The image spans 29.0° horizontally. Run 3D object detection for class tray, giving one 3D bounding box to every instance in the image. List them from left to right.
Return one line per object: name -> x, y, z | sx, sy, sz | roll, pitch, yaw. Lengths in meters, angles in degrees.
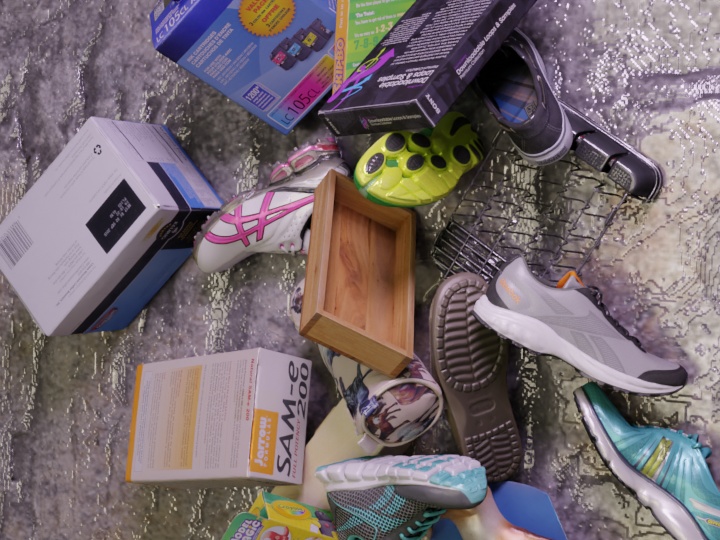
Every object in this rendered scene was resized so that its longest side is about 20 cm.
tray -> 0.000, 0.000, 1.277 | 0.098, 0.200, 0.037 | 26, 127, -19

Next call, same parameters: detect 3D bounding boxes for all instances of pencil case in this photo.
pencil case -> -0.002, 0.079, 1.316 | 0.089, 0.078, 0.200 | -31, 43, -4

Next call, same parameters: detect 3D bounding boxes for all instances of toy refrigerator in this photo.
toy refrigerator -> -0.035, 0.212, 1.380 | 0.070, 0.076, 0.200 | 44, 111, 20

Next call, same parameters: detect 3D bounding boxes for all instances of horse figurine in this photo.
horse figurine -> 0.102, 0.241, 1.273 | 0.200, 0.050, 0.133 | 47, 128, 14

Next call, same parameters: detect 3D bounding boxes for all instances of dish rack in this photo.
dish rack -> 0.162, -0.048, 1.280 | 0.153, 0.055, 0.200 | 39, 110, 23

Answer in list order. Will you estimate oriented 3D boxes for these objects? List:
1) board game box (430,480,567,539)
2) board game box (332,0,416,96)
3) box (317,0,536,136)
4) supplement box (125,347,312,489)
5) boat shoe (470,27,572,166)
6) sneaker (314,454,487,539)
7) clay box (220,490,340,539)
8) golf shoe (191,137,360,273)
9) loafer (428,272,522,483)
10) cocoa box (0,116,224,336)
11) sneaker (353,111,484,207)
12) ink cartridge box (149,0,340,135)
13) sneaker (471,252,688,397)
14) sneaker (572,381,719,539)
board game box -> 0.148, 0.296, 1.308 | 0.158, 0.039, 0.200 | -31, 75, 32
board game box -> 0.021, -0.240, 1.323 | 0.030, 0.095, 0.201 | 12, 99, 53
box -> 0.067, -0.199, 1.236 | 0.143, 0.200, 0.036 | 2, 136, 54
supplement box -> -0.144, 0.152, 1.395 | 0.200, 0.073, 0.126 | -9, 70, 45
boat shoe -> 0.126, -0.174, 1.241 | 0.070, 0.066, 0.200 | -31, 46, 14
sneaker -> 0.042, 0.212, 1.240 | 0.200, 0.077, 0.092 | -10, 88, 52
clay box -> -0.054, 0.283, 1.332 | 0.115, 0.200, 0.048 | -58, 25, 21
golf shoe -> -0.087, -0.045, 1.401 | 0.200, 0.073, 0.092 | -35, 77, 24
loafer -> 0.098, 0.097, 1.285 | 0.076, 0.067, 0.201 | -11, 103, -14
cocoa box -> -0.265, -0.044, 1.462 | 0.200, 0.131, 0.133 | -46, 71, 22
sneaker -> 0.048, -0.087, 1.259 | 0.084, 0.200, 0.074 | -37, 85, 31
ink cartridge box -> -0.107, -0.240, 1.333 | 0.136, 0.200, 0.076 | -44, 34, 22
sneaker -> 0.201, 0.052, 1.217 | 0.200, 0.074, 0.080 | 25, 95, -6
sneaker -> 0.268, 0.171, 1.231 | 0.080, 0.078, 0.200 | -45, 76, 3
